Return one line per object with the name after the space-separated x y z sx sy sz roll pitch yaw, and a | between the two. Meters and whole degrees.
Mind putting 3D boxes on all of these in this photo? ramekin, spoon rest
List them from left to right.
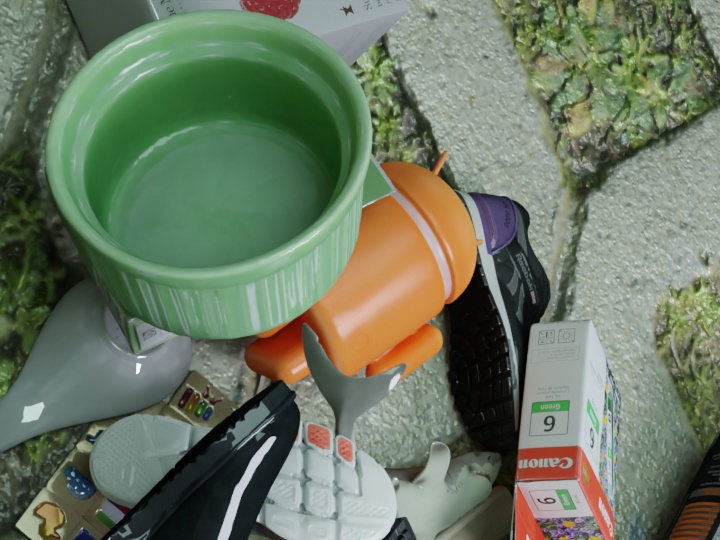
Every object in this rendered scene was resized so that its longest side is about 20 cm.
-0.192 0.067 1.090 0.100 0.061 0.200 51 45 5 | spoon rest
-0.090 -0.055 1.031 0.198 0.098 0.202 -1 58 2 | ramekin

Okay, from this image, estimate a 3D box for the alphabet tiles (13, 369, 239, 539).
-0.130 0.172 1.110 0.166 0.006 0.201 41 59 -10 | alphabet tiles

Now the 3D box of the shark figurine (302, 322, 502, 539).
0.004 0.134 1.131 0.129 0.089 0.214 -57 138 -9 | shark figurine

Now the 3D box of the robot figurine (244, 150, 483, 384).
0.001 0.001 1.163 0.199 0.117 0.144 -35 73 -20 | robot figurine

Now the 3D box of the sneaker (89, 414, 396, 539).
-0.074 0.138 1.075 0.198 0.082 0.078 13 69 3 | sneaker

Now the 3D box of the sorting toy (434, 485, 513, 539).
0.098 0.281 1.173 0.185 0.036 0.201 -33 90 -32 | sorting toy

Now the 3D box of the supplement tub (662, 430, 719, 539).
0.288 0.220 1.242 0.122 0.122 0.201 41 60 -9 | supplement tub

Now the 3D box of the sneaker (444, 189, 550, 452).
0.115 0.035 1.247 0.087 0.076 0.202 1 73 -33 | sneaker

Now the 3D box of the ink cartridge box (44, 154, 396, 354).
-0.095 -0.049 1.113 0.199 0.048 0.146 -25 58 -15 | ink cartridge box

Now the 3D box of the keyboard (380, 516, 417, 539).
0.042 0.267 1.066 0.127 0.020 0.201 -38 106 -58 | keyboard

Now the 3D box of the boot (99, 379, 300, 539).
-0.068 0.188 0.988 0.198 0.073 0.163 -44 93 -9 | boot

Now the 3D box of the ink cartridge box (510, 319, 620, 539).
0.150 0.148 1.182 0.109 0.050 0.201 61 30 -47 | ink cartridge box

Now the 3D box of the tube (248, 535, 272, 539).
-0.027 0.250 1.110 0.058 0.052 0.201 -21 84 -51 | tube

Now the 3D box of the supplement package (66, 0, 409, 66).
-0.089 -0.194 1.188 0.199 0.120 0.122 -22 84 -31 | supplement package
